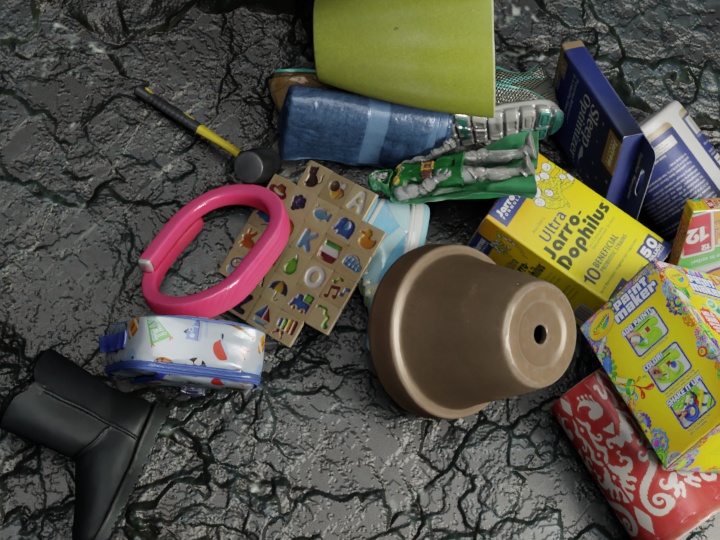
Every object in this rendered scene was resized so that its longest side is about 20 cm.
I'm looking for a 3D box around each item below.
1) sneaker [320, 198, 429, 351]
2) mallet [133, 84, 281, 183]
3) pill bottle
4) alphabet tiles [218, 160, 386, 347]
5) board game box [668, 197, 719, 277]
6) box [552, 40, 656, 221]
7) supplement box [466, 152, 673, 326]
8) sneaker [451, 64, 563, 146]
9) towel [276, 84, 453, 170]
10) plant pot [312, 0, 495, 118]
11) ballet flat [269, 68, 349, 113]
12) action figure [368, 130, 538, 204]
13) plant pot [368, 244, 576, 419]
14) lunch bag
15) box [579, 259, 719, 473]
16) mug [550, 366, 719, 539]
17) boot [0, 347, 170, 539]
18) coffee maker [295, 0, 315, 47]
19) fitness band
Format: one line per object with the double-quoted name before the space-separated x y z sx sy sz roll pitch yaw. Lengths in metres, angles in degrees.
"sneaker" 0.000 0.000 1.695 0.130 0.080 0.201 16 62 -5
"mallet" -0.187 -0.162 1.723 0.199 0.066 0.041 30 106 4
"pill bottle" 0.392 -0.093 1.756 0.111 0.111 0.200 -37 90 -17
"alphabet tiles" -0.068 -0.020 1.675 0.166 0.006 0.201 28 85 27
"board game box" 0.401 -0.001 1.695 0.095 0.201 0.030 -4 45 -11
"box" 0.278 -0.160 1.722 0.032 0.121 0.200 -13 51 -17
"supplement box" 0.243 -0.029 1.720 0.200 0.110 0.109 35 71 4
"sneaker" 0.144 -0.205 1.777 0.199 0.078 0.092 -1 62 2
"towel" 0.003 -0.163 1.724 0.199 0.112 0.049 8 60 -7
"plant pot" 0.049 -0.262 1.653 0.199 0.187 0.188 -2 73 4
"ballet flat" -0.010 -0.213 1.770 0.199 0.068 0.073 -6 94 -10
"action figure" 0.103 -0.113 1.685 0.199 0.055 0.118 -9 38 19
"plant pot" 0.137 0.069 1.602 0.200 0.174 0.201 0 91 -40
"lunch bag" -0.196 0.090 1.574 0.159 0.200 0.076 6 81 -19
"box" 0.378 0.110 1.608 0.199 0.122 0.193 11 42 -46
"mug" 0.322 0.208 1.671 0.133 0.177 0.200 -40 75 19
"boot" -0.317 0.199 1.584 0.167 0.076 0.201 24 64 -4
"coffee maker" 0.019 -0.359 1.793 0.199 0.135 0.192 -7 33 -11
"fitness band" -0.164 -0.023 1.647 0.143 0.038 0.200 10 48 31
